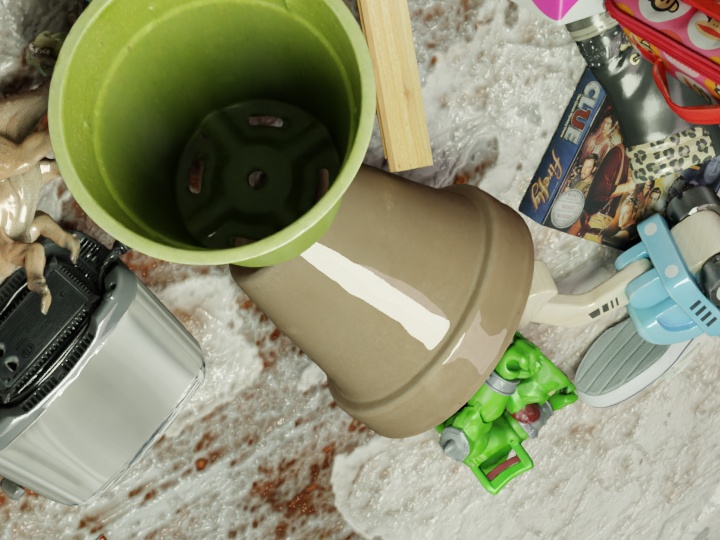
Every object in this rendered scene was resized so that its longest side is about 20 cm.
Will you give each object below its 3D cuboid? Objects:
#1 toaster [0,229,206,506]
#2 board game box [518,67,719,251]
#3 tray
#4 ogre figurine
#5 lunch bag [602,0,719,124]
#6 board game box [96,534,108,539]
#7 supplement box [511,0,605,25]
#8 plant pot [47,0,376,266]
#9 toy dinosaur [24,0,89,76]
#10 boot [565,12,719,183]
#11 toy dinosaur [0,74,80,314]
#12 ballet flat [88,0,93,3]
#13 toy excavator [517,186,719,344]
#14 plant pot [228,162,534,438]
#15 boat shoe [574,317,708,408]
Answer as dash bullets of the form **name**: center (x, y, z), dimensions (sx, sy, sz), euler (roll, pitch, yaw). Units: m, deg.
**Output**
- **toaster**: center (-0.196, 0.067, 1.233), dimensions (0.200, 0.114, 0.129), euler (-50, 139, -7)
- **board game box**: center (0.240, -0.086, 1.548), dimensions (0.200, 0.035, 0.136), euler (14, 106, -43)
- **tray**: center (0.016, -0.181, 1.264), dimensions (0.037, 0.099, 0.201), euler (-11, 126, 2)
- **ogre figurine**: center (0.125, 0.122, 1.528), dimensions (0.120, 0.098, 0.200), euler (-47, 179, 1)
- **lunch bag**: center (0.277, -0.182, 1.266), dimensions (0.176, 0.200, 0.082), euler (-48, 141, -4)
- **board game box**: center (-0.193, 0.308, 1.314), dimensions (0.151, 0.200, 0.046), euler (-40, 134, -13)
- **supplement box**: center (0.198, -0.271, 1.358), dimensions (0.199, 0.103, 0.102), euler (-20, 128, -27)
- **plant pot**: center (-0.081, -0.082, 1.149), dimensions (0.200, 0.200, 0.190), euler (-48, 168, -6)
- **toy dinosaur**: center (-0.139, -0.167, 1.189), dimensions (0.199, 0.047, 0.088), euler (0, 119, -42)
- **boot**: center (0.275, -0.174, 1.456), dimensions (0.203, 0.073, 0.154), euler (-25, 100, -21)
- **toy dinosaur**: center (-0.249, -0.047, 1.150), dimensions (0.135, 0.086, 0.201), euler (13, 87, 0)
- **ballet flat**: center (-0.098, -0.229, 1.149), dimensions (0.200, 0.068, 0.064), euler (-32, 175, -36)
- **toy excavator**: center (0.240, 0.017, 1.535), dimensions (0.200, 0.100, 0.194), euler (-34, 142, 16)
- **plant pot**: center (0.000, 0.000, 1.320), dimensions (0.174, 0.200, 0.201), euler (30, 95, -27)
- **boat shoe**: center (0.283, 0.070, 1.646), dimensions (0.200, 0.073, 0.067), euler (-39, 132, -16)
